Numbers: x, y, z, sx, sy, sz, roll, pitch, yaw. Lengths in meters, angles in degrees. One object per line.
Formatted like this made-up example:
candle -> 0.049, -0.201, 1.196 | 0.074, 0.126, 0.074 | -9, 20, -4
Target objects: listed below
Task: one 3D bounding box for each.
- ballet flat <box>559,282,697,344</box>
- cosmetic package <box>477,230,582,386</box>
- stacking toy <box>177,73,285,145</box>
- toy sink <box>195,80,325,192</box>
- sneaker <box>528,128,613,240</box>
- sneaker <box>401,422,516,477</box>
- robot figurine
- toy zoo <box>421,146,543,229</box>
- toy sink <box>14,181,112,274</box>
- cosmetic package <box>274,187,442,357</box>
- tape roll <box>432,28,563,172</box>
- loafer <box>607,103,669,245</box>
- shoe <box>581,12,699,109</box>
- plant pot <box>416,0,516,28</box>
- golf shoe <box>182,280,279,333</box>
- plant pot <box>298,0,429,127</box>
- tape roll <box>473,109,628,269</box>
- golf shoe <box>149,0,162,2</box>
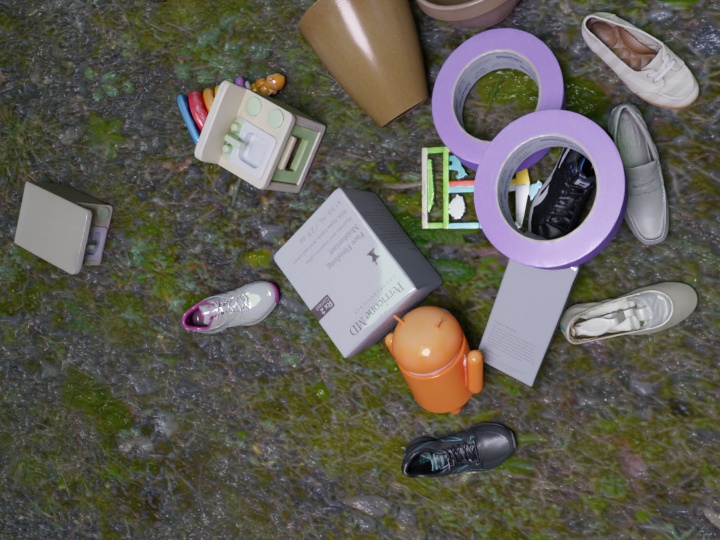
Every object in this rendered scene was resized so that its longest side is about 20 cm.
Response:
ballet flat -> 0.389, 0.067, 0.957 | 0.195, 0.069, 0.072 | -18, 86, 22
cosmetic package -> 0.253, 0.057, 0.985 | 0.100, 0.074, 0.205 | 25, 116, 20
stacking toy -> -0.223, -0.305, 1.190 | 0.196, 0.116, 0.112 | -27, 85, 10
toy sink -> -0.159, -0.215, 1.096 | 0.110, 0.199, 0.133 | 30, 102, 18
sneaker -> 0.302, -0.112, 0.953 | 0.071, 0.112, 0.206 | 19, 100, 3
sneaker -> 0.156, 0.303, 1.061 | 0.195, 0.079, 0.078 | -20, 85, 21
robot figurine -> 0.117, 0.137, 1.011 | 0.115, 0.203, 0.145 | -30, 40, -3
toy zoo -> 0.193, -0.135, 1.054 | 0.194, 0.020, 0.136 | 0, 93, 23
toy sink -> -0.590, -0.087, 1.342 | 0.196, 0.111, 0.134 | 21, 100, 25
cosmetic package -> 0.000, 0.000, 1.065 | 0.165, 0.164, 0.202 | -43, 77, 18
tape roll -> 0.210, -0.254, 0.996 | 0.194, 0.065, 0.208 | -3, 84, 23
loafer -> 0.396, -0.137, 0.941 | 0.068, 0.069, 0.206 | -17, 86, 22
shoe -> 0.397, -0.303, 0.942 | 0.199, 0.053, 0.071 | 43, 107, 16
plant pot -> 0.180, -0.436, 0.987 | 0.195, 0.093, 0.206 | -15, 55, 22
golf shoe -> -0.242, 0.074, 1.213 | 0.195, 0.091, 0.078 | -22, 83, 21
plant pot -> 0.025, -0.342, 1.045 | 0.183, 0.186, 0.204 | -27, 95, 21
tape roll -> 0.254, -0.105, 0.881 | 0.194, 0.065, 0.208 | -1, 87, 28
golf shoe -> -0.423, -0.609, 1.277 | 0.087, 0.076, 0.207 | -19, 82, 42
